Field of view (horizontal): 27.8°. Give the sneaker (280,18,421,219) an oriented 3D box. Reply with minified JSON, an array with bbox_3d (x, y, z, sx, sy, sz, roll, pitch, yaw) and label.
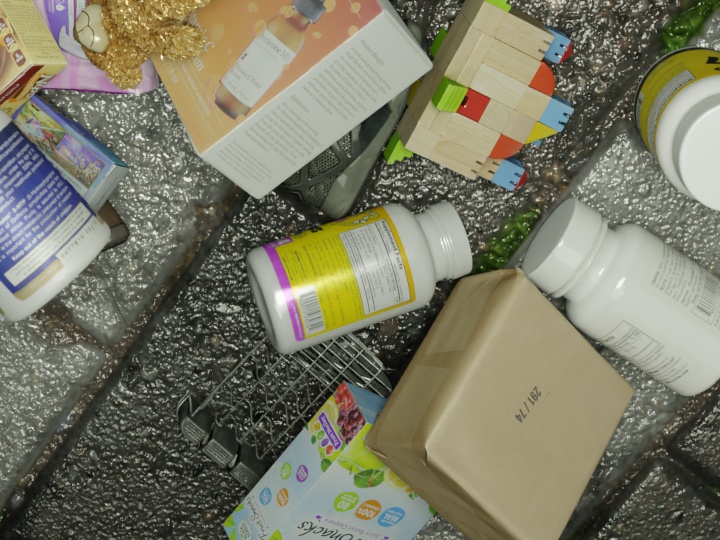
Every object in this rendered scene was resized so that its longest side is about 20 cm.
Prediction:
[{"bbox_3d":[-0.023,-0.154,1.342,0.114,0.076,0.200,25,113,-13],"label":"sneaker"}]

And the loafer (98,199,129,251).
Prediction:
[{"bbox_3d":[-0.322,-0.032,1.403,0.199,0.073,0.071,-17,93,5],"label":"loafer"}]

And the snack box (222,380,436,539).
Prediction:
[{"bbox_3d":[-0.009,0.221,1.436,0.168,0.068,0.200,24,113,-40],"label":"snack box"}]

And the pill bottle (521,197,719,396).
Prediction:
[{"bbox_3d":[0.257,0.021,1.373,0.199,0.114,0.115,32,107,-9],"label":"pill bottle"}]

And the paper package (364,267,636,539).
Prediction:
[{"bbox_3d":[0.134,0.135,1.360,0.191,0.103,0.201,43,66,-24],"label":"paper package"}]

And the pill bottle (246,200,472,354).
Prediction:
[{"bbox_3d":[0.000,0.000,1.366,0.199,0.104,0.105,-19,108,-11],"label":"pill bottle"}]

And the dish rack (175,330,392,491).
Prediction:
[{"bbox_3d":[-0.073,0.132,1.454,0.153,0.055,0.200,41,103,-13],"label":"dish rack"}]

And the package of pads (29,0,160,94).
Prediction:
[{"bbox_3d":[-0.240,-0.263,1.311,0.120,0.076,0.201,3,109,3],"label":"package of pads"}]

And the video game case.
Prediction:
[{"bbox_3d":[-0.341,-0.085,1.345,0.200,0.045,0.182,39,99,11],"label":"video game case"}]

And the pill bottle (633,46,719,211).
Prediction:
[{"bbox_3d":[0.309,-0.124,1.276,0.113,0.200,0.115,0,109,1],"label":"pill bottle"}]

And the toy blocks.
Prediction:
[{"bbox_3d":[0.129,-0.159,1.337,0.136,0.100,0.201,23,109,-18],"label":"toy blocks"}]

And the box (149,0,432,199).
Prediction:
[{"bbox_3d":[-0.067,-0.192,1.273,0.200,0.153,0.106,-37,149,10],"label":"box"}]

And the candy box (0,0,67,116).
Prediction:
[{"bbox_3d":[-0.356,-0.233,1.287,0.115,0.055,0.201,-35,82,26],"label":"candy box"}]

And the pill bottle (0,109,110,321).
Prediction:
[{"bbox_3d":[-0.318,-0.067,1.229,0.119,0.120,0.200,-37,106,13],"label":"pill bottle"}]

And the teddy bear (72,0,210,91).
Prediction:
[{"bbox_3d":[-0.177,-0.231,1.201,0.199,0.067,0.146,-14,107,37],"label":"teddy bear"}]
